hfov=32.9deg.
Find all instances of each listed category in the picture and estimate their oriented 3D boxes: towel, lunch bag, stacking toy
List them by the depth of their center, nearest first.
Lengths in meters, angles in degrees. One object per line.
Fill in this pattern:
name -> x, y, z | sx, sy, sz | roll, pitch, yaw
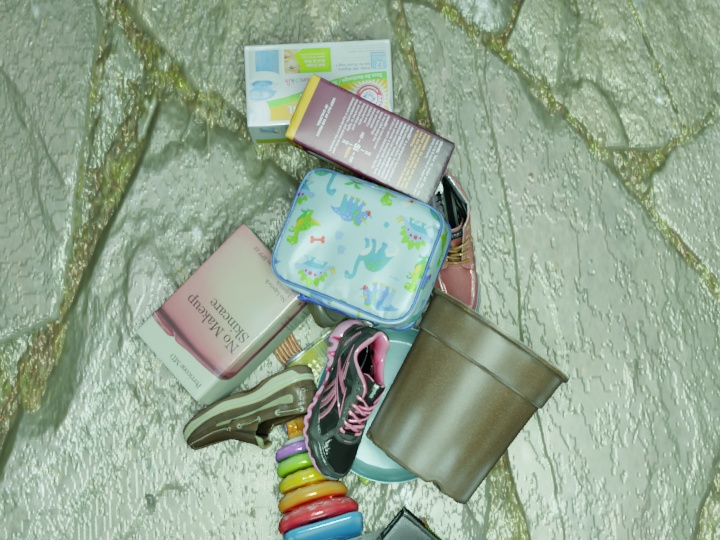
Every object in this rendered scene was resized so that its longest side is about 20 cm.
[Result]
lunch bag -> -0.001, -0.023, 1.482 | 0.197, 0.082, 0.163 | 20, 86, 16
stacking toy -> -0.071, 0.256, 1.589 | 0.108, 0.116, 0.203 | -15, 72, -4
towel -> 0.005, 0.162, 1.606 | 0.143, 0.023, 0.201 | -33, 81, -7

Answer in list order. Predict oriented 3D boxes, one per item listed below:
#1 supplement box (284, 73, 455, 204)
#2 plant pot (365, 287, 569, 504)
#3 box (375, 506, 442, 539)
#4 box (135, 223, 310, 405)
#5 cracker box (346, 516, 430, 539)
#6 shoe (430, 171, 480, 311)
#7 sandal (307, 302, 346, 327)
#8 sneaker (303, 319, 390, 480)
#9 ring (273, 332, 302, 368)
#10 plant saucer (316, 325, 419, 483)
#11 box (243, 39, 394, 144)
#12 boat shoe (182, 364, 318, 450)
supplement box -> 0.011, -0.159, 1.530 | 0.198, 0.110, 0.087 | 26, 91, -1
plant pot -> 0.117, 0.158, 1.484 | 0.199, 0.200, 0.200 | 34, 88, 4
box -> 0.063, 0.432, 1.507 | 0.193, 0.048, 0.201 | 41, 89, -4
box -> -0.170, 0.061, 1.588 | 0.200, 0.109, 0.128 | -45, 78, -3
cracker box -> 0.010, 0.413, 1.565 | 0.197, 0.058, 0.136 | -16, 102, -3
shoe -> 0.118, -0.031, 1.620 | 0.070, 0.091, 0.204 | -11, 83, -2
sandal -> 0.000, 0.000, 1.582 | 0.200, 0.054, 0.083 | -45, 112, -45
sneaker -> -0.009, 0.160, 1.513 | 0.078, 0.095, 0.203 | 17, 79, -34
ring -> -0.032, 0.060, 1.645 | 0.197, 0.019, 0.204 | 0, 83, -1
plant saucer -> 0.039, 0.173, 1.580 | 0.196, 0.027, 0.204 | 0, 79, -2
box -> -0.053, -0.238, 1.639 | 0.196, 0.101, 0.115 | -4, 83, -1
boat shoe -> -0.141, 0.196, 1.573 | 0.201, 0.074, 0.076 | -30, 69, 22
